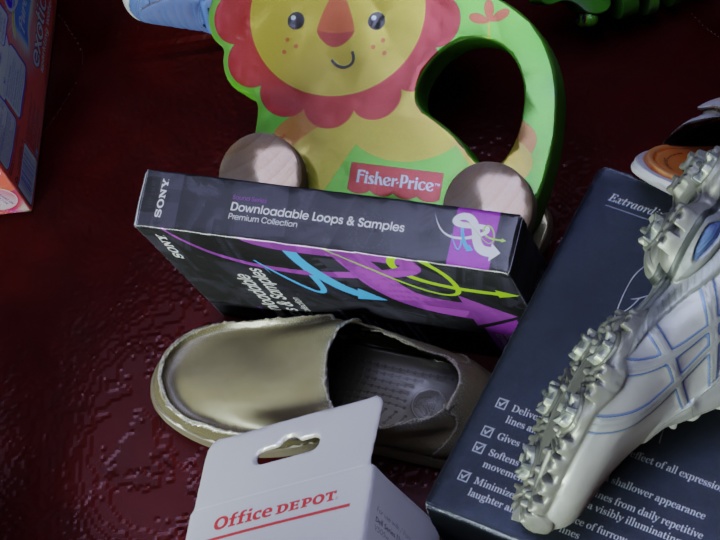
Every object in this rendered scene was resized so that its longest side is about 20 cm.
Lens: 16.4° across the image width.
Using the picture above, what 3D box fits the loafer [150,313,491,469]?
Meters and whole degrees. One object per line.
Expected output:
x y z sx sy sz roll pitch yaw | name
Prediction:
-0.018 0.055 1.290 0.199 0.068 0.076 3 62 17 | loafer

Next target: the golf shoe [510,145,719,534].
0.147 0.045 1.124 0.097 0.078 0.200 33 92 -7 | golf shoe

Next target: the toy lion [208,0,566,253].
0.013 -0.109 1.319 0.199 0.069 0.193 9 84 17 | toy lion

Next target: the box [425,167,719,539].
0.147 0.075 1.211 0.148 0.107 0.201 21 69 25 | box

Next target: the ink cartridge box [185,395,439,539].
-0.030 0.169 1.200 0.117 0.067 0.201 -17 45 31 | ink cartridge box

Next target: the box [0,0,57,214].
-0.239 -0.139 1.440 0.094 0.103 0.201 -4 61 13 | box

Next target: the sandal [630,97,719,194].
0.216 -0.066 1.233 0.079 0.206 0.059 31 117 43 | sandal

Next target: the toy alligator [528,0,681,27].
0.135 -0.159 1.371 0.199 0.059 0.054 -24 101 -11 | toy alligator

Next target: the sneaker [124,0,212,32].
-0.041 -0.152 1.399 0.199 0.076 0.077 0 58 16 | sneaker

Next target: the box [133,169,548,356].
0.000 0.000 1.272 0.199 0.143 0.036 9 73 20 | box
